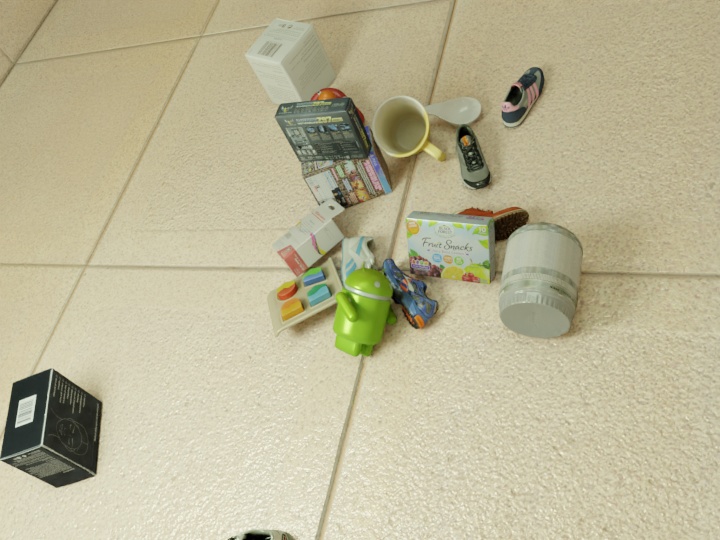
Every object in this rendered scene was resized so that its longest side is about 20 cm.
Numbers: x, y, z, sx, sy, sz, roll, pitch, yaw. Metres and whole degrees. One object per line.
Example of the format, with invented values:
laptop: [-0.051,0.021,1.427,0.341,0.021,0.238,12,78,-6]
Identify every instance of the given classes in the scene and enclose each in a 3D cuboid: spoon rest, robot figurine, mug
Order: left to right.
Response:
robot figurine: [0.005,0.087,1.584,0.115,0.174,0.204,19,97,39]
mug: [0.124,-0.346,1.840,0.147,0.153,0.190,-22,87,14]
spoon rest: [0.227,-0.418,1.903,0.196,0.061,0.101,-8,54,20]

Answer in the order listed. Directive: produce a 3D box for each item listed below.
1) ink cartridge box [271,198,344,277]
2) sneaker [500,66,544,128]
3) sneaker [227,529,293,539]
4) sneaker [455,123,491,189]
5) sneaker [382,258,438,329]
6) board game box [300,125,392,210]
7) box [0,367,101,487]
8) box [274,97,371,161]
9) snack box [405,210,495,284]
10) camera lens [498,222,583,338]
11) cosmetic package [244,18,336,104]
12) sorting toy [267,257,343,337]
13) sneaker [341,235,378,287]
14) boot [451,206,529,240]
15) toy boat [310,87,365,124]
ink cartridge box: [-0.118,-0.087,1.800,0.199,0.068,0.116,-40,30,-5]
sneaker: [0.421,-0.468,1.836,0.069,0.082,0.202,13,63,31]
sneaker: [-0.240,0.555,1.413,0.197,0.089,0.075,-23,52,9]
sneaker: [0.274,-0.283,1.775,0.073,0.080,0.203,-18,53,8]
sneaker: [0.112,0.046,1.631,0.077,0.076,0.201,-26,55,-10]
board game box: [-0.037,-0.257,1.844,0.197,0.160,0.098,-18,51,11]
box: [-0.727,0.376,1.685,0.122,0.197,0.203,-19,51,11]
box: [-0.088,-0.338,1.718,0.196,0.158,0.052,1,56,25]
snack box: [0.204,-0.054,1.602,0.197,0.145,0.053,7,27,28]
camera lens: [0.372,0.016,1.466,0.157,0.161,0.203,2,58,25]
cosmetic package: [-0.209,-0.622,2.151,0.166,0.201,0.167,23,68,34]
sorting toy: [-0.139,0.056,1.715,0.198,0.037,0.186,-31,31,3]
sneaker: [0.000,0.000,1.703,0.079,0.077,0.203,-9,56,11]
boot: [0.291,-0.119,1.659,0.197,0.075,0.108,-19,46,12]
toy boat: [-0.081,-0.460,2.025,0.130,0.131,0.201,-34,50,-3]
